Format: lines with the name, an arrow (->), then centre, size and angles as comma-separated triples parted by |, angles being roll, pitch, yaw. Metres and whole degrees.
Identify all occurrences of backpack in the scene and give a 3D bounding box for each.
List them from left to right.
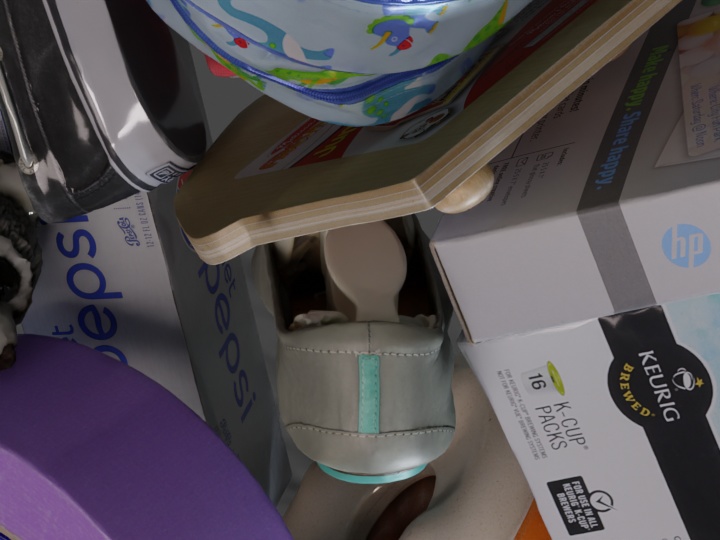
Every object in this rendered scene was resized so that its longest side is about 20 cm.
backpack -> 0.016, -0.138, 0.816 | 0.163, 0.200, 0.154 | 34, 123, -3

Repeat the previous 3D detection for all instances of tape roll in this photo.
tape roll -> -0.105, 0.125, 0.969 | 0.200, 0.066, 0.201 | 21, 127, 30

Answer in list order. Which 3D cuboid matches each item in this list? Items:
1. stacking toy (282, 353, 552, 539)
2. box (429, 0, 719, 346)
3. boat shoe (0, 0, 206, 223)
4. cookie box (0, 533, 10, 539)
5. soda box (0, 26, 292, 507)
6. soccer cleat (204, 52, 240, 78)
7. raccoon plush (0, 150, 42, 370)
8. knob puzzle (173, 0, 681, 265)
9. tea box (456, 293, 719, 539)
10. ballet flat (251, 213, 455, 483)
stacking toy -> 0.072, 0.137, 1.018 | 0.200, 0.146, 0.146 | 38, 125, -22
box -> 0.134, -0.050, 0.858 | 0.199, 0.156, 0.041 | -11, 117, 25
boat shoe -> -0.115, -0.114, 0.921 | 0.068, 0.074, 0.200 | -22, 90, 17
cookie box -> -0.200, 0.132, 1.126 | 0.171, 0.075, 0.200 | 33, 123, -1
soda box -> -0.081, 0.010, 1.018 | 0.063, 0.068, 0.200 | -3, 119, 19
soccer cleat -> -0.062, -0.157, 0.908 | 0.068, 0.073, 0.200 | -14, 113, 26
raccoon plush -> -0.190, -0.038, 0.927 | 0.200, 0.134, 0.097 | 56, 137, 1
knob puzzle -> 0.024, -0.053, 0.880 | 0.219, 0.220, 0.031 | -23, 107, 28
tea box -> 0.168, 0.052, 0.921 | 0.196, 0.134, 0.200 | -15, 114, 25
ballet flat -> 0.000, 0.000, 0.918 | 0.067, 0.200, 0.064 | -4, 113, -4
